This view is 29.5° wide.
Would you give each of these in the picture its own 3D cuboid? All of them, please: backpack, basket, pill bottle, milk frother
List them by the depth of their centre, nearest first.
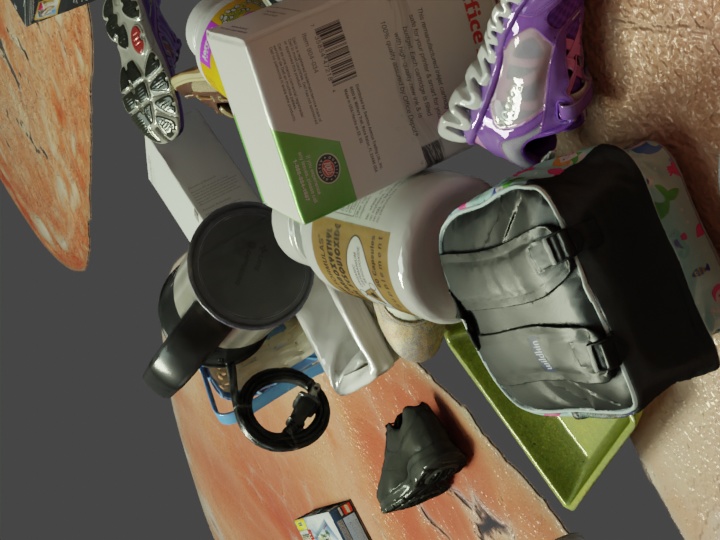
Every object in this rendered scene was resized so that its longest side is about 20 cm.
[{"bbox_3d":[0.147,0.008,0.945,0.200,0.150,0.178,-22,93,63],"label":"backpack"},{"bbox_3d":[0.018,-0.032,1.100,0.200,0.114,0.115,17,130,52],"label":"pill bottle"},{"bbox_3d":[-0.091,0.061,1.283,0.199,0.181,0.188,21,162,-10],"label":"milk frother"},{"bbox_3d":[0.000,0.000,1.317,0.201,0.123,0.136,62,159,5],"label":"basket"},{"bbox_3d":[-0.093,-0.204,1.321,0.200,0.104,0.105,39,148,47],"label":"pill bottle"},{"bbox_3d":[-0.117,0.086,1.619,0.200,0.176,0.139,51,166,50],"label":"basket"}]

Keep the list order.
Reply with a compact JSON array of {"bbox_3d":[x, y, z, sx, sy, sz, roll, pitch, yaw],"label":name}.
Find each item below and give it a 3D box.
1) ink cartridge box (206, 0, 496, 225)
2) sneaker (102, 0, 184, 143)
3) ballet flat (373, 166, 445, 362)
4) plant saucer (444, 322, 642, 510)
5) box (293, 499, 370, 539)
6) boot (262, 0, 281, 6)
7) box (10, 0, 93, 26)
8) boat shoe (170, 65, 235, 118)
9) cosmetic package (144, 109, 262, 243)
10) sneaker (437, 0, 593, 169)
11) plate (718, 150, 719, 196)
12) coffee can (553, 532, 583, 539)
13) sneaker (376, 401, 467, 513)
[{"bbox_3d":[0.006,-0.145,1.030,0.084,0.199,0.146,27,139,60],"label":"ink cartridge box"},{"bbox_3d":[-0.239,-0.250,1.635,0.080,0.083,0.201,-23,76,38],"label":"sneaker"},{"bbox_3d":[0.038,-0.017,1.206,0.067,0.068,0.201,0,-97,-86],"label":"ballet flat"},{"bbox_3d":[0.158,0.077,1.142,0.200,0.048,0.200,55,157,21],"label":"plant saucer"},{"bbox_3d":[-0.027,0.405,1.966,0.137,0.038,0.200,62,159,4],"label":"box"},{"bbox_3d":[-0.057,-0.305,1.152,0.204,0.073,0.154,70,164,-6],"label":"boot"},{"bbox_3d":[-0.439,-0.455,1.821,0.200,0.114,0.132,58,157,10],"label":"box"},{"bbox_3d":[-0.151,-0.200,1.514,0.200,0.072,0.072,0,116,62],"label":"boat shoe"},{"bbox_3d":[-0.188,-0.088,1.709,0.200,0.081,0.113,52,158,24],"label":"cosmetic package"},{"bbox_3d":[0.126,-0.142,0.935,0.088,0.080,0.200,38,144,11],"label":"sneaker"},{"bbox_3d":[0.282,-0.023,0.773,0.200,0.026,0.201,48,154,32],"label":"plate"},{"bbox_3d":[0.202,0.361,1.235,0.200,0.146,0.147,53,157,25],"label":"coffee can"},{"bbox_3d":[0.059,0.206,1.514,0.091,0.076,0.200,66,154,20],"label":"sneaker"}]
